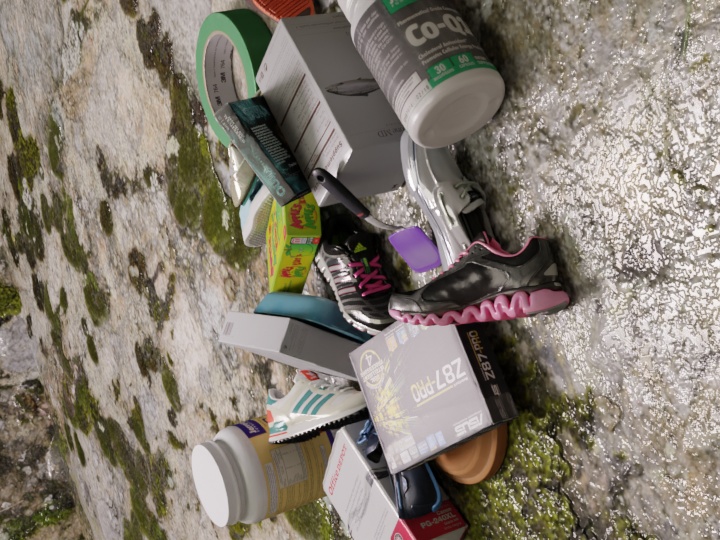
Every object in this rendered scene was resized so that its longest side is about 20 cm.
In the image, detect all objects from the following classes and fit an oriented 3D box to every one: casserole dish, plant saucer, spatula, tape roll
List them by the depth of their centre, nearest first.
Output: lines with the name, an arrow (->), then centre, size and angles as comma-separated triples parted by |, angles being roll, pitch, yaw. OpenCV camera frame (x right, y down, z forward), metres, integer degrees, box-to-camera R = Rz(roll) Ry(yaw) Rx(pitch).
spatula -> 0.019, -0.060, 1.350 | 0.056, 0.200, 0.021 | -20, 44, 44
plant saucer -> 0.105, 0.163, 1.415 | 0.200, 0.032, 0.201 | 32, 130, 50
casserole dish -> -0.062, 0.063, 1.588 | 0.200, 0.121, 0.039 | 3, 72, 56
tape roll -> -0.177, -0.276, 1.693 | 0.200, 0.048, 0.201 | 34, 132, 49

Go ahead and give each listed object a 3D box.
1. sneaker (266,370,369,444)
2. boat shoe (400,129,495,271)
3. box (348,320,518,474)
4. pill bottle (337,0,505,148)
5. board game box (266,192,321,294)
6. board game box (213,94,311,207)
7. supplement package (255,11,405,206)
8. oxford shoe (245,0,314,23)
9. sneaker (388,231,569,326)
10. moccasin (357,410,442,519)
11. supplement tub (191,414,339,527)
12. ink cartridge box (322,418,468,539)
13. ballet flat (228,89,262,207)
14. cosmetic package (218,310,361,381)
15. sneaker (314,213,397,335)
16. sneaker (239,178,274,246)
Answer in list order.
sneaker -> -0.054, 0.175, 1.604 | 0.199, 0.070, 0.094 | -23, 71, 32
boat shoe -> 0.110, -0.072, 1.276 | 0.067, 0.073, 0.201 | -15, 100, 46
box -> 0.079, 0.131, 1.356 | 0.200, 0.049, 0.162 | -36, 71, 47
pill bottle -> 0.059, -0.238, 1.229 | 0.201, 0.113, 0.113 | 60, 148, 24
board game box -> -0.093, -0.050, 1.581 | 0.200, 0.047, 0.102 | 113, 153, -64
board game box -> -0.093, -0.156, 1.436 | 0.028, 0.200, 0.136 | -37, 90, 22
supplement package -> -0.024, -0.195, 1.388 | 0.201, 0.116, 0.117 | 62, 146, 21
oxford shoe -> -0.118, -0.371, 1.547 | 0.200, 0.071, 0.073 | 51, 172, 32
sneaker -> 0.120, 0.009, 1.227 | 0.199, 0.079, 0.096 | -9, 87, 26
moccasin -> 0.035, 0.218, 1.467 | 0.081, 0.068, 0.200 | 74, 171, -55
supplement tub -> -0.132, 0.286, 1.714 | 0.145, 0.199, 0.146 | 33, 130, 50
ink cartridge box -> 0.041, 0.311, 1.542 | 0.200, 0.083, 0.146 | 54, 145, 34
ballet flat -> -0.149, -0.184, 1.610 | 0.201, 0.062, 0.068 | -62, 13, 20
cosmetic package -> -0.086, 0.104, 1.601 | 0.200, 0.150, 0.052 | 3, 71, 59
sneaker -> 0.000, 0.000, 1.479 | 0.200, 0.073, 0.088 | 55, 152, 41
sneaker -> -0.136, -0.109, 1.669 | 0.200, 0.074, 0.082 | -46, 57, 55
